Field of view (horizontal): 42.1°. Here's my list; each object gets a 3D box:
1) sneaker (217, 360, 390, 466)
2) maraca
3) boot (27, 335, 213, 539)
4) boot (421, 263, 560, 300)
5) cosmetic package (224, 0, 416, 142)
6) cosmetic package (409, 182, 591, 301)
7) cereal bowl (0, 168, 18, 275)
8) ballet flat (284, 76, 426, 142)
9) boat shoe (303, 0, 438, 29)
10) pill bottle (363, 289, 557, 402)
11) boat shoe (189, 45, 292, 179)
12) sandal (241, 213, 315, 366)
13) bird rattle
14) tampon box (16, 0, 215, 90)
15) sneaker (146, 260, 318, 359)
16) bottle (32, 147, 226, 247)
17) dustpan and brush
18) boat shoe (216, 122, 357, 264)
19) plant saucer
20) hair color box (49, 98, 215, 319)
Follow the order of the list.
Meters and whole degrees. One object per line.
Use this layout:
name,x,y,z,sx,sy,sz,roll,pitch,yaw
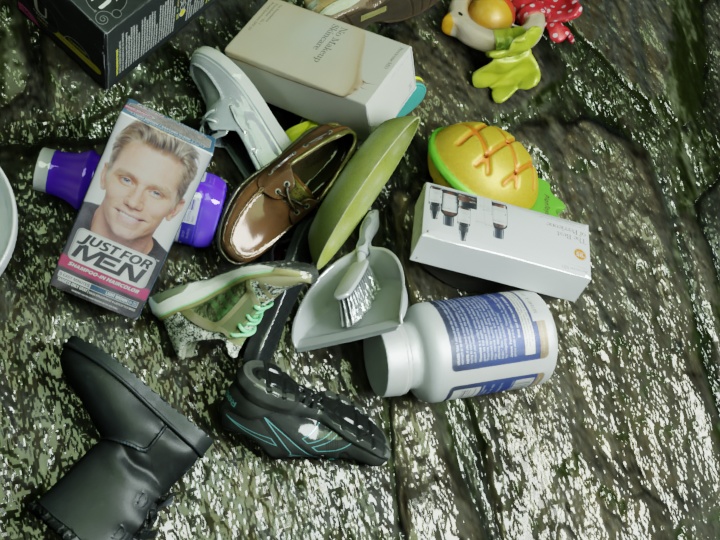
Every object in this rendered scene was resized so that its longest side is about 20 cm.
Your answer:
sneaker,-0.059,0.166,1.001,0.199,0.076,0.079,30,108,-20
maraca,0.167,-0.109,1.134,0.199,0.107,0.138,28,41,-13
boot,-0.262,0.183,0.930,0.198,0.073,0.163,39,69,-1
boot,0.161,-0.020,1.135,0.198,0.074,0.076,12,45,-13
cosmetic package,-0.046,-0.235,1.093,0.199,0.073,0.104,24,64,23
cosmetic package,0.159,-0.033,1.058,0.198,0.051,0.083,14,54,-8
cereal bowl,-0.448,-0.042,0.944,0.198,0.083,0.202,5,69,-14
ballet flat,-0.010,-0.195,1.141,0.200,0.067,0.067,-36,63,-22
boat shoe,0.021,-0.363,1.205,0.199,0.072,0.076,-22,67,-22
pill bottle,0.109,0.086,1.047,0.198,0.111,0.112,-6,73,-18
boat shoe,-0.146,-0.168,1.084,0.071,0.070,0.201,-35,86,-27
sandal,-0.097,0.018,1.036,0.048,0.075,0.201,17,66,10
bird rattle,0.197,-0.333,1.231,0.162,0.113,0.201,27,62,12
tampon box,-0.272,-0.342,1.076,0.150,0.126,0.200,43,66,2
sneaker,-0.126,0.043,0.979,0.077,0.199,0.089,-14,88,-65
bottle,-0.249,-0.085,1.017,0.199,0.084,0.065,13,34,-11
dustpan and brush,0.000,0.000,1.062,0.057,0.139,0.200,63,29,-24
boat shoe,-0.080,-0.090,1.027,0.072,0.068,0.200,45,71,-25
plant saucer,-0.002,-0.092,1.029,0.031,0.200,0.200,34,65,3
hair color box,-0.233,-0.061,0.959,0.099,0.061,0.201,23,108,-14
